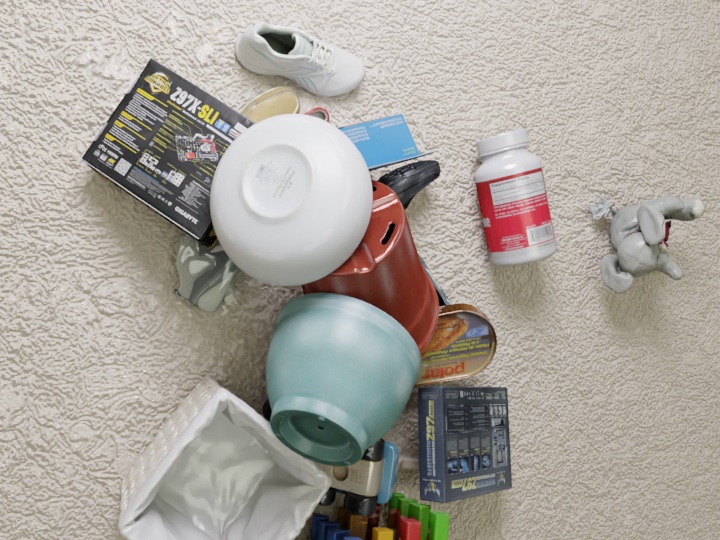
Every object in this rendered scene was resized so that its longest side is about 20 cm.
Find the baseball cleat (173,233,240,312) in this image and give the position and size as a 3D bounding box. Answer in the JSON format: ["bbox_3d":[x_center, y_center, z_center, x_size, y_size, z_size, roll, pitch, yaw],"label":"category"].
[{"bbox_3d":[-0.187,-0.048,0.877,0.105,0.069,0.204,29,80,-20],"label":"baseball cleat"}]

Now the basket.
[{"bbox_3d":[-0.181,0.279,0.833,0.198,0.160,0.202,43,75,-17],"label":"basket"}]

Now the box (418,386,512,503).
[{"bbox_3d":[0.163,0.261,0.988,0.197,0.050,0.163,11,74,-47],"label":"box"}]

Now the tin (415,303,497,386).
[{"bbox_3d":[0.109,0.115,0.981,0.193,0.042,0.115,-9,106,2],"label":"tin"}]

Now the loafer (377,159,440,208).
[{"bbox_3d":[0.042,-0.104,0.980,0.197,0.068,0.072,-32,110,-15],"label":"loafer"}]

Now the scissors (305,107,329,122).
[{"bbox_3d":[-0.104,-0.154,0.945,0.201,0.014,0.073,-48,110,-15],"label":"scissors"}]

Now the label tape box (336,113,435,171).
[{"bbox_3d":[-0.010,-0.165,0.870,0.140,0.199,0.068,-18,100,-22],"label":"label tape box"}]

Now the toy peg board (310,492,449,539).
[{"bbox_3d":[0.020,0.375,0.904,0.194,0.199,0.101,10,79,-22],"label":"toy peg board"}]

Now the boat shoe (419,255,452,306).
[{"bbox_3d":[0.096,0.024,1.004,0.073,0.061,0.202,-41,105,-18],"label":"boat shoe"}]

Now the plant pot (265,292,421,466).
[{"bbox_3d":[-0.034,0.147,0.779,0.199,0.199,0.136,38,47,-18],"label":"plant pot"}]

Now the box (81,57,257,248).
[{"bbox_3d":[-0.230,-0.150,0.818,0.197,0.049,0.162,31,80,10],"label":"box"}]

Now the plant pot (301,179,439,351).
[{"bbox_3d":[0.000,0.000,0.845,0.200,0.200,0.197,-40,146,-17],"label":"plant pot"}]

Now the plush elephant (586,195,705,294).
[{"bbox_3d":[0.496,-0.043,1.117,0.194,0.167,0.157,17,43,-7],"label":"plush elephant"}]

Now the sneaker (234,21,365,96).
[{"bbox_3d":[-0.077,-0.302,0.920,0.195,0.080,0.073,6,86,-24],"label":"sneaker"}]

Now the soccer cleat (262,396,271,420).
[{"bbox_3d":[-0.061,0.148,0.944,0.198,0.073,0.069,-36,127,-2],"label":"soccer cleat"}]

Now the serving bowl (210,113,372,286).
[{"bbox_3d":[-0.086,-0.090,0.728,0.193,0.066,0.207,-3,76,10],"label":"serving bowl"}]

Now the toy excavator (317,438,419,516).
[{"bbox_3d":[0.030,0.290,0.965,0.189,0.199,0.103,7,88,19],"label":"toy excavator"}]

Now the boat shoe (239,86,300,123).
[{"bbox_3d":[-0.152,-0.185,0.888,0.072,0.076,0.201,47,74,-16],"label":"boat shoe"}]

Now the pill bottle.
[{"bbox_3d":[0.247,-0.117,1.040,0.109,0.112,0.206,-15,96,-22],"label":"pill bottle"}]
